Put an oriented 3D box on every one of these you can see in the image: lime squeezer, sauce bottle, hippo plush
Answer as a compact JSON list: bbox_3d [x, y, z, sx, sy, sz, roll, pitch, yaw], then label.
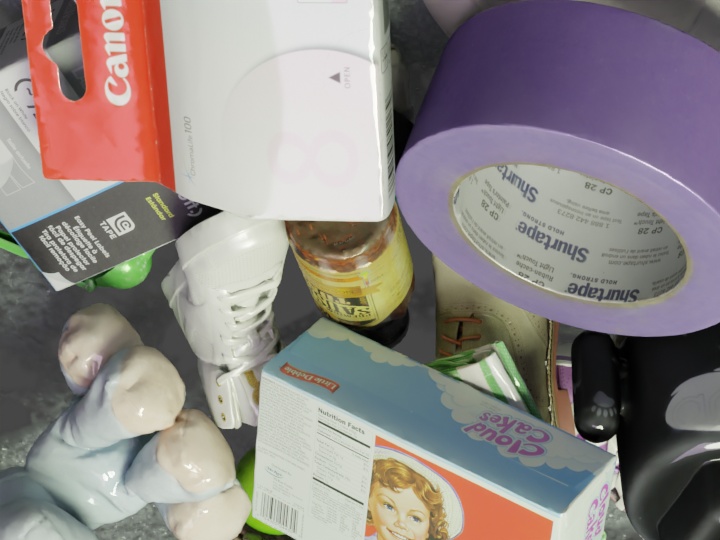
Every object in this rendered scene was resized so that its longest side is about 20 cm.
[{"bbox_3d":[-0.174,-0.018,1.401,0.199,0.038,0.071,-4,130,18],"label":"lime squeezer"},{"bbox_3d":[0.000,0.000,1.311,0.066,0.066,0.200,4,160,10],"label":"sauce bottle"},{"bbox_3d":[-0.184,0.121,1.383,0.200,0.161,0.160,33,154,47],"label":"hippo plush"}]

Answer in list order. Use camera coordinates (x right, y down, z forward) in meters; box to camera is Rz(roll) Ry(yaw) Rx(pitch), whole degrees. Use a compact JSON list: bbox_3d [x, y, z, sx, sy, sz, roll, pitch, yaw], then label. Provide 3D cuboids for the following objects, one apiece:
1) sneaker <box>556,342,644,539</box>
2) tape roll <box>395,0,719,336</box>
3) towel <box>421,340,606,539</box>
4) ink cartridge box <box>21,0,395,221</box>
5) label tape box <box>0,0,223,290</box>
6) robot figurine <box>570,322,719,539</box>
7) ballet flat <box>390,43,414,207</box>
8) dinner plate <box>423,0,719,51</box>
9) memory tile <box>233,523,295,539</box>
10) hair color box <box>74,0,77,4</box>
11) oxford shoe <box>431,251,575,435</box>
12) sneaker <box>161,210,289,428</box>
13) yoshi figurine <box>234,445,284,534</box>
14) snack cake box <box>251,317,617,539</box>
[{"bbox_3d":[0.167,0.120,1.394,0.200,0.114,0.073,21,135,-4],"label":"sneaker"},{"bbox_3d":[0.125,-0.052,1.223,0.199,0.085,0.200,18,154,9],"label":"tape roll"},{"bbox_3d":[0.042,0.128,1.347,0.200,0.023,0.153,-20,104,43],"label":"towel"},{"bbox_3d":[-0.083,-0.109,1.181,0.199,0.057,0.163,0,115,6],"label":"ink cartridge box"},{"bbox_3d":[-0.131,-0.090,1.295,0.200,0.066,0.143,-22,120,24],"label":"label tape box"},{"bbox_3d":[0.206,0.088,1.294,0.124,0.200,0.150,-22,132,21],"label":"robot figurine"},{"bbox_3d":[-0.017,-0.113,1.255,0.073,0.073,0.200,-31,122,34],"label":"ballet flat"},{"bbox_3d":[0.122,-0.164,1.208,0.199,0.024,0.201,7,132,8],"label":"dinner plate"},{"bbox_3d":[-0.010,0.216,1.519,0.200,0.153,0.017,34,90,-18],"label":"memory tile"},{"bbox_3d":[-0.152,-0.240,1.178,0.111,0.064,0.200,-20,125,28],"label":"hair color box"},{"bbox_3d":[0.075,0.045,1.340,0.071,0.074,0.201,-5,108,41],"label":"oxford shoe"},{"bbox_3d":[-0.061,0.030,1.320,0.073,0.116,0.200,-20,170,-14],"label":"sneaker"},{"bbox_3d":[-0.013,0.164,1.483,0.112,0.112,0.200,-22,120,38],"label":"yoshi figurine"},{"bbox_3d":[0.038,0.122,1.284,0.200,0.067,0.115,25,129,24],"label":"snack cake box"}]
